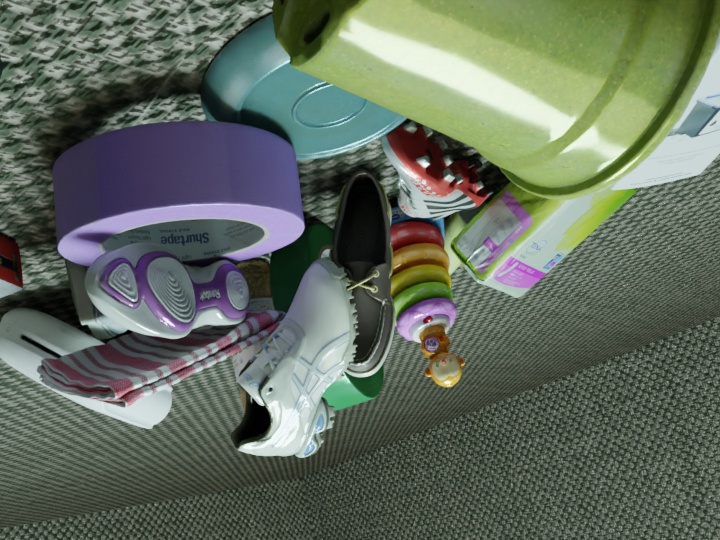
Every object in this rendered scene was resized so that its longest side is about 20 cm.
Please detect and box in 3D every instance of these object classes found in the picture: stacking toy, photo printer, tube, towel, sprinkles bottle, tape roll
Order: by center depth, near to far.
[{"bbox_3d":[-0.147,-0.054,0.648,0.197,0.067,0.200,-8,170,-1],"label":"tape roll"},{"bbox_3d":[-0.181,0.069,0.736,0.145,0.030,0.199,1,-161,42],"label":"towel"},{"bbox_3d":[-0.113,0.066,0.851,0.067,0.203,0.068,-14,163,-5],"label":"sprinkles bottle"},{"bbox_3d":[0.065,0.037,0.864,0.114,0.202,0.110,-17,148,-2],"label":"stacking toy"},{"bbox_3d":[-0.034,0.051,0.875,0.048,0.203,0.200,-20,161,15],"label":"tape roll"},{"bbox_3d":[-0.320,0.115,0.914,0.164,0.070,0.200,25,165,11],"label":"photo printer"},{"bbox_3d":[0.103,-0.015,1.001,0.057,0.052,0.201,-21,159,-31],"label":"tube"}]

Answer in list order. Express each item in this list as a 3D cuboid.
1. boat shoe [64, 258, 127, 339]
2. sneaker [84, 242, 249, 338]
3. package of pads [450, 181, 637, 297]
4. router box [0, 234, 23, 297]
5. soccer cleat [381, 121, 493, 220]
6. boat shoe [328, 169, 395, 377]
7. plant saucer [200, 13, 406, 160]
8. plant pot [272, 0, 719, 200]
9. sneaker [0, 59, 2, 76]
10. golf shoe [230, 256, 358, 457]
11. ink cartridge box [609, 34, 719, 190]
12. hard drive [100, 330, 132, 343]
[{"bbox_3d":[-0.263,0.023,0.831,0.070,0.071,0.201,-16,168,-13],"label":"boat shoe"},{"bbox_3d":[-0.174,0.028,0.665,0.098,0.076,0.200,-12,169,18],"label":"sneaker"},{"bbox_3d":[0.208,-0.062,0.887,0.200,0.068,0.154,-45,153,15],"label":"package of pads"},{"bbox_3d":[-0.423,0.003,0.657,0.197,0.050,0.180,-18,161,7],"label":"router box"},{"bbox_3d":[0.063,-0.088,0.778,0.085,0.070,0.199,-29,162,24],"label":"soccer cleat"},{"bbox_3d":[0.000,0.000,0.773,0.071,0.203,0.060,1,159,8],"label":"boat shoe"},{"bbox_3d":[-0.026,-0.139,0.620,0.197,0.028,0.201,-14,161,-5],"label":"plant saucer"},{"bbox_3d":[0.057,-0.155,0.427,0.182,0.203,0.200,8,152,-28],"label":"plant pot"},{"bbox_3d":[-0.299,-0.075,0.490,0.078,0.067,0.200,14,133,-43],"label":"sneaker"},{"bbox_3d":[-0.064,0.086,0.724,0.096,0.203,0.078,-1,-160,-40],"label":"golf shoe"},{"bbox_3d":[0.221,-0.170,0.547,0.084,0.149,0.200,-12,161,-5],"label":"ink cartridge box"},{"bbox_3d":[-0.228,0.073,1.044,0.198,0.033,0.139,-27,159,29],"label":"hard drive"}]
